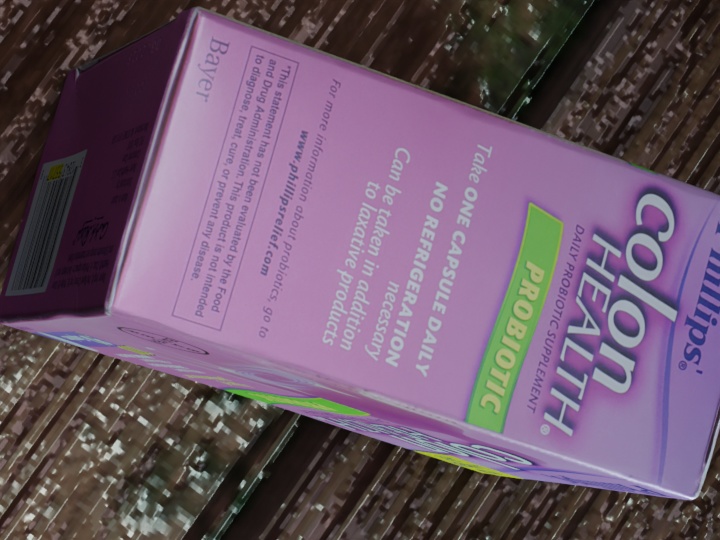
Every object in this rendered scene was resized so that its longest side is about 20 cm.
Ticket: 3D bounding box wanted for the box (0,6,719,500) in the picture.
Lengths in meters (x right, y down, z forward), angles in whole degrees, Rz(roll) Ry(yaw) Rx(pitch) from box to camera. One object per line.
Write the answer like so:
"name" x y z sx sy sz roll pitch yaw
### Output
"box" 0.000 0.000 0.799 0.200 0.176 0.097 18 83 -18
